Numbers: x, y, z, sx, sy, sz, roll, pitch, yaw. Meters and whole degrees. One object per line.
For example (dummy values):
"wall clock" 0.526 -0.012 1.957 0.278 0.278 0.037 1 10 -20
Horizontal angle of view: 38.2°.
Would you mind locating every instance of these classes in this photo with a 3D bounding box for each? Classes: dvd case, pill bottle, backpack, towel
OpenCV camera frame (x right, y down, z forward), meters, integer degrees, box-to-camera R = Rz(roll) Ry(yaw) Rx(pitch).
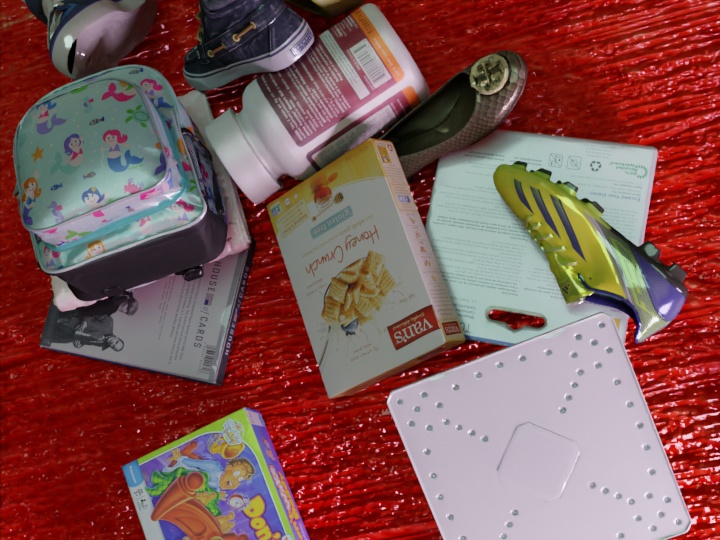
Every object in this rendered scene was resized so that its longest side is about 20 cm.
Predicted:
"dvd case" -0.214 0.024 1.044 0.200 0.025 0.151 10 80 16
"pill bottle" -0.042 -0.156 0.996 0.200 0.110 0.110 -33 71 5
"backpack" -0.229 -0.093 0.963 0.177 0.151 0.200 -19 59 4
"towel" -0.224 -0.071 1.044 0.200 0.032 0.191 -19 64 4

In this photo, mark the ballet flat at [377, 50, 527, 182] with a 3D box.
"ballet flat" 0.067 -0.135 0.950 0.200 0.046 0.068 -33 54 37

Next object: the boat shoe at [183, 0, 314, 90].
"boat shoe" -0.130 -0.236 1.002 0.200 0.091 0.071 0 46 52

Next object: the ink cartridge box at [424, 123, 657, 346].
"ink cartridge box" 0.156 -0.025 0.950 0.196 0.043 0.200 10 83 16

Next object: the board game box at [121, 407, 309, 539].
"board game box" -0.122 0.246 0.958 0.134 0.045 0.200 -27 72 7

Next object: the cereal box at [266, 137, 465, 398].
"cereal box" 0.000 0.000 0.954 0.144 0.039 0.200 -30 72 34

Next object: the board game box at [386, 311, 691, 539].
"board game box" 0.150 0.158 0.880 0.200 0.026 0.200 -22 96 9

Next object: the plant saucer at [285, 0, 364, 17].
"plant saucer" -0.091 -0.293 0.996 0.200 0.200 0.031 30 96 19

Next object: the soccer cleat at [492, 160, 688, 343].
"soccer cleat" 0.183 -0.018 0.889 0.200 0.065 0.084 39 97 18

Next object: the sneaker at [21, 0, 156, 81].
"sneaker" -0.307 -0.262 1.049 0.146 0.200 0.081 22 121 3
